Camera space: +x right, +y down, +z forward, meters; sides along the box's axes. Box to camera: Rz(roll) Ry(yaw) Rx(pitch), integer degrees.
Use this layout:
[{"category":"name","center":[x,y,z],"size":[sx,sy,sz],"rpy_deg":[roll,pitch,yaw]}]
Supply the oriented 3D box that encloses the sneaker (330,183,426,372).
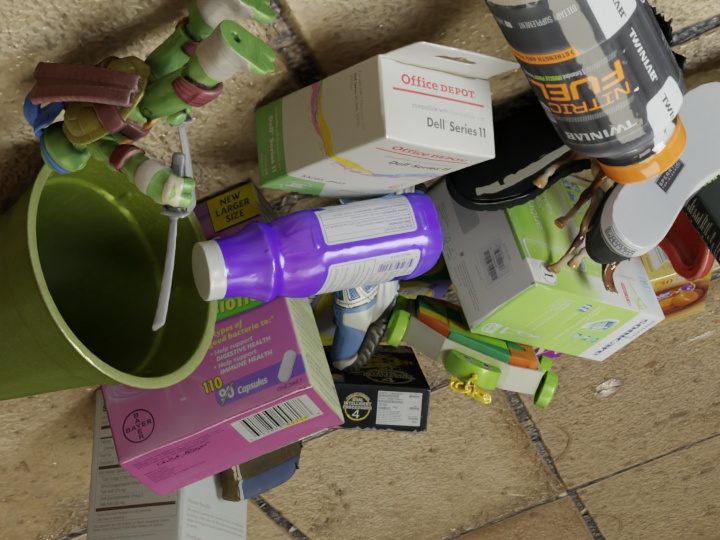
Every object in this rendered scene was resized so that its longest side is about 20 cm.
[{"category":"sneaker","center":[0.000,0.000,1.624],"size":[0.076,0.076,0.202],"rpy_deg":[14,119,-3]}]

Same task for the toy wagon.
[{"category":"toy wagon","center":[0.099,0.072,1.606],"size":[0.154,0.040,0.200],"rpy_deg":[22,-171,-3]}]

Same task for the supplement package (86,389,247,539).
[{"category":"supplement package","center":[-0.187,0.220,1.784],"size":[0.116,0.202,0.117],"rpy_deg":[-9,159,29]}]

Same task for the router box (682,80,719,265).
[{"category":"router box","center":[0.360,-0.102,1.551],"size":[0.199,0.151,0.062],"rpy_deg":[-31,164,-7]}]

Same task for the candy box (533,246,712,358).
[{"category":"candy box","center":[0.256,0.024,1.877],"size":[0.198,0.057,0.117],"rpy_deg":[-17,153,-4]}]

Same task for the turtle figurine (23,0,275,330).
[{"category":"turtle figurine","center":[-0.124,-0.106,1.319],"size":[0.194,0.201,0.144],"rpy_deg":[-39,-179,28]}]

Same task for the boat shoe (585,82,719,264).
[{"category":"boat shoe","center":[0.242,-0.079,1.458],"size":[0.200,0.069,0.057],"rpy_deg":[-45,-176,-32]}]

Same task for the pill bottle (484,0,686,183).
[{"category":"pill bottle","center":[0.176,-0.158,1.358],"size":[0.105,0.107,0.201],"rpy_deg":[-25,125,14]}]

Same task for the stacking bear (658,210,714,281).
[{"category":"stacking bear","center":[0.360,-0.079,1.699],"size":[0.198,0.121,0.115],"rpy_deg":[-13,129,-31]}]

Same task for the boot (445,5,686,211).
[{"category":"boot","center":[0.168,-0.135,1.513],"size":[0.196,0.074,0.163],"rpy_deg":[-19,156,-14]}]

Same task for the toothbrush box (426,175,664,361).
[{"category":"toothbrush box","center":[0.167,-0.012,1.660],"size":[0.086,0.147,0.199],"rpy_deg":[-36,147,31]}]

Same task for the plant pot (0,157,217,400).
[{"category":"plant pot","center":[-0.248,0.021,1.455],"size":[0.189,0.202,0.199],"rpy_deg":[-22,156,36]}]

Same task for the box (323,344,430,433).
[{"category":"box","center":[-0.041,0.106,1.706],"size":[0.198,0.050,0.161],"rpy_deg":[3,-171,-5]}]

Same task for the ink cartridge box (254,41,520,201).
[{"category":"ink cartridge box","center":[0.022,-0.111,1.405],"size":[0.116,0.068,0.199],"rpy_deg":[6,165,-38]}]

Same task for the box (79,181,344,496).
[{"category":"box","center":[-0.130,0.058,1.545],"size":[0.174,0.202,0.097],"rpy_deg":[-21,152,8]}]

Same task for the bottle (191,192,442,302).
[{"category":"bottle","center":[-0.036,-0.015,1.469],"size":[0.198,0.066,0.084],"rpy_deg":[-10,165,-21]}]

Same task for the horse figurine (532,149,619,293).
[{"category":"horse figurine","center":[0.205,-0.067,1.519],"size":[0.133,0.050,0.201],"rpy_deg":[-45,147,-16]}]

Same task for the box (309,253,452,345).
[{"category":"box","center":[-0.023,0.024,1.719],"size":[0.198,0.049,0.118],"rpy_deg":[-1,148,-27]}]

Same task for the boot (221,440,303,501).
[{"category":"boot","center":[-0.086,0.155,1.807],"size":[0.074,0.098,0.199],"rpy_deg":[9,-163,31]}]
